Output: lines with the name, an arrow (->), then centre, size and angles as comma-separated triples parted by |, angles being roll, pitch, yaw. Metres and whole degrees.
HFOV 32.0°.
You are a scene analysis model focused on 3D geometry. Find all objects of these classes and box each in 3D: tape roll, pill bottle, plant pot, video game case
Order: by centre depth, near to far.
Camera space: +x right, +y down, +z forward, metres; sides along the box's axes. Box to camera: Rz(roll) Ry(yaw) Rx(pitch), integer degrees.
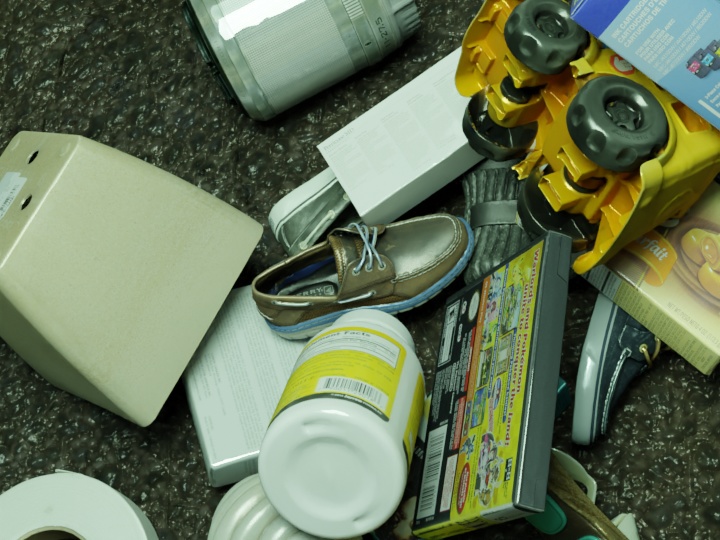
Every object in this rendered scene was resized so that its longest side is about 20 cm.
video game case -> 0.097, 0.092, 0.942 | 0.025, 0.181, 0.203 | 16, 68, -16
pill bottle -> -0.007, 0.108, 0.978 | 0.110, 0.113, 0.200 | -5, 22, 12
tape roll -> -0.265, 0.277, 1.084 | 0.200, 0.037, 0.206 | -6, 65, 13
plant pot -> -0.240, -0.012, 1.085 | 0.199, 0.177, 0.201 | 11, 67, 50

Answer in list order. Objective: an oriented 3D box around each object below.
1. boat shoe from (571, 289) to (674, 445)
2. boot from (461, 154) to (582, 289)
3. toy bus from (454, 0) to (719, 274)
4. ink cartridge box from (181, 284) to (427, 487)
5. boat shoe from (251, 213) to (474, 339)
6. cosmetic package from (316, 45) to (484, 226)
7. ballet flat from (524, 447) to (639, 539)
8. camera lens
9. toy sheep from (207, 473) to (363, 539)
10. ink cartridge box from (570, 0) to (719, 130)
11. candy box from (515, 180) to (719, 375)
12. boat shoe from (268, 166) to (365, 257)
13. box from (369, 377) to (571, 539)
boat shoe -> 0.234, 0.053, 1.030 | 0.090, 0.071, 0.203 | 14, 74, 14
boot -> 0.184, -0.065, 1.091 | 0.208, 0.080, 0.160 | -14, 61, 14
toy bus -> 0.194, -0.127, 0.949 | 0.190, 0.136, 0.201 | -22, 67, -26
ink cartridge box -> -0.059, 0.086, 1.120 | 0.197, 0.057, 0.164 | -13, 62, -14
boat shoe -> 0.000, 0.000, 1.064 | 0.198, 0.072, 0.073 | -25, 57, 11
cosmetic package -> 0.068, -0.125, 1.086 | 0.199, 0.051, 0.083 | -34, 67, 3
ballet flat -> 0.171, 0.196, 0.978 | 0.200, 0.068, 0.072 | 48, 48, 7
camera lens -> -0.060, -0.250, 1.195 | 0.198, 0.160, 0.161 | -27, 62, 2
toy sheep -> -0.059, 0.228, 0.991 | 0.139, 0.138, 0.199 | -54, 30, -12
ink cartridge box -> 0.227, -0.192, 0.890 | 0.199, 0.077, 0.137 | 33, 36, -7
candy box -> 0.236, -0.028, 1.000 | 0.199, 0.055, 0.116 | 40, 74, 16
boat shoe -> 0.010, -0.076, 1.153 | 0.199, 0.071, 0.064 | -37, 62, 5
box -> 0.078, 0.147, 1.042 | 0.200, 0.049, 0.082 | -45, 63, -8
